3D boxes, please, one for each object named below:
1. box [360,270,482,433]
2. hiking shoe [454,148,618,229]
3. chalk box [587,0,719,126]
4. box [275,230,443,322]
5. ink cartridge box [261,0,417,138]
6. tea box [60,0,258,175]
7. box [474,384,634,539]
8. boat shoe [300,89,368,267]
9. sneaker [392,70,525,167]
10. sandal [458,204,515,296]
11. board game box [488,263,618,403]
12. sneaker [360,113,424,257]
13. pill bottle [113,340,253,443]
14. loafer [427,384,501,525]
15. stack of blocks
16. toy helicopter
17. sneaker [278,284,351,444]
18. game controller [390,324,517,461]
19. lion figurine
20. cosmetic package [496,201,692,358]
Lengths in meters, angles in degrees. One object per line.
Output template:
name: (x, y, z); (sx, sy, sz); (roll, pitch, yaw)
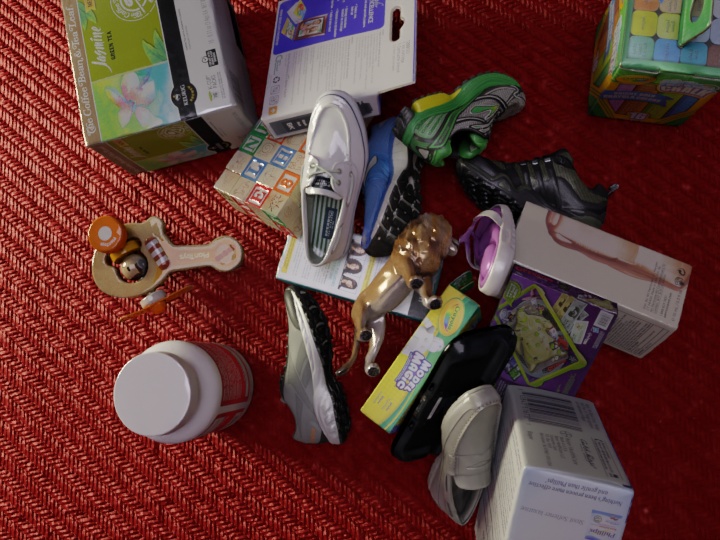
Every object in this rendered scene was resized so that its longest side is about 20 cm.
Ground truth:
box: (0.084, 0.096, 0.798); (0.048, 0.117, 0.201); (33, 88, 16)
hiking shoe: (0.215, -0.109, 0.840); (0.198, 0.076, 0.101); (27, 75, 2)
chalk box: (0.347, -0.262, 0.769); (0.122, 0.200, 0.127); (9, 84, 8)
box: (0.000, 0.000, 0.854); (0.198, 0.049, 0.083); (16, 84, 8)
ink cartridge box: (-0.018, -0.270, 0.824); (0.198, 0.043, 0.200); (-8, 62, 22)
tea box: (-0.252, -0.256, 0.873); (0.194, 0.134, 0.203); (-15, 81, 5)
box: (0.191, 0.256, 0.706); (0.104, 0.184, 0.203); (11, 106, 5)
boat shoe: (-0.032, -0.099, 0.769); (0.073, 0.067, 0.203); (6, 112, 16)
sneaker: (0.133, -0.176, 0.818); (0.199, 0.078, 0.085); (-29, 72, -30)
sandal: (0.139, -0.035, 0.765); (0.049, 0.203, 0.083); (21, 106, -2)
board game box: (0.197, 0.101, 0.773); (0.119, 0.032, 0.202); (20, 122, 6)
sneaker: (0.028, -0.106, 0.846); (0.088, 0.079, 0.202); (-5, 59, 31)
pill bottle: (-0.202, 0.139, 0.784); (0.111, 0.200, 0.114); (-1, 82, 6)
loafer: (0.123, 0.208, 0.750); (0.069, 0.202, 0.070); (-14, 44, -21)
stack of blocks: (-0.081, -0.155, 0.855); (0.114, 0.059, 0.201); (25, 77, 31)
toy helicopter: (-0.249, -0.005, 0.872); (0.197, 0.079, 0.134); (-5, 83, 2)
sneaker: (-0.071, 0.119, 0.830); (0.078, 0.074, 0.203); (-11, 90, 14)
game controller: (0.103, 0.142, 0.762); (0.042, 0.103, 0.201); (58, 136, 44)
lion figurine: (0.035, 0.024, 0.778); (0.200, 0.123, 0.072); (-42, 120, 17)
cosmetic package: (0.262, 0.012, 0.788); (0.198, 0.104, 0.088); (23, 66, 8)
